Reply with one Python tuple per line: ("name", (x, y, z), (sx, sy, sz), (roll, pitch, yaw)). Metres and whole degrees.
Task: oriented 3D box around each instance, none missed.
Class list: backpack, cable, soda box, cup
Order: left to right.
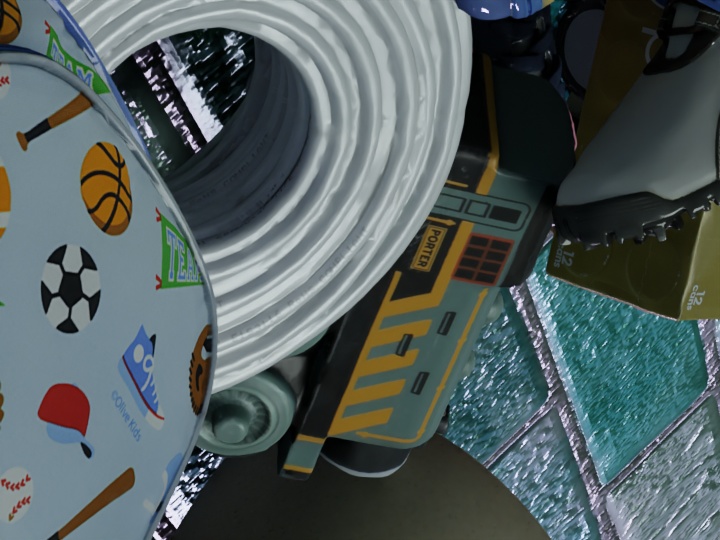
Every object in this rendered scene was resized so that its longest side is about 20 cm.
("backpack", (-0.126, 0.009, 0.599), (0.200, 0.153, 0.191), (62, 36, -45))
("cable", (-0.061, -0.050, 0.762), (0.199, 0.069, 0.201), (3, 121, -34))
("cup", (-0.019, 0.172, 1.029), (0.143, 0.200, 0.201), (-38, 155, -38))
("soda box", (0.133, -0.084, 0.951), (0.064, 0.068, 0.201), (-1, 106, -47))

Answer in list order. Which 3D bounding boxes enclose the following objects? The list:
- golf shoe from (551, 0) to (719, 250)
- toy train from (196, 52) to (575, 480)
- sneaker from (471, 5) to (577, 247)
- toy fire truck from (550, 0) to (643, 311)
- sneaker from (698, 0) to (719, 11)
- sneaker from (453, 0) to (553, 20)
("golf shoe", (0.126, -0.089, 0.866), (0.200, 0.095, 0.078), (-41, -163, -18))
("toy train", (0.000, 0.000, 0.922), (0.114, 0.085, 0.200), (12, 131, -11))
("sneaker", (0.054, -0.082, 0.933), (0.070, 0.082, 0.200), (-32, 151, -27))
("toy fire truck", (0.185, -0.047, 1.049), (0.128, 0.200, 0.176), (-16, 141, -47))
("sneaker", (0.068, -0.149, 0.744), (0.078, 0.200, 0.070), (-52, 171, -26))
("sneaker", (-0.020, -0.143, 0.664), (0.088, 0.200, 0.075), (-31, -163, 0))
